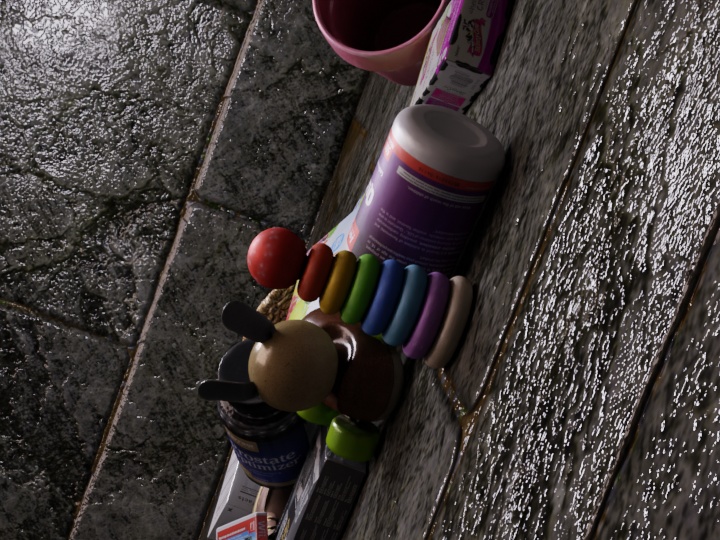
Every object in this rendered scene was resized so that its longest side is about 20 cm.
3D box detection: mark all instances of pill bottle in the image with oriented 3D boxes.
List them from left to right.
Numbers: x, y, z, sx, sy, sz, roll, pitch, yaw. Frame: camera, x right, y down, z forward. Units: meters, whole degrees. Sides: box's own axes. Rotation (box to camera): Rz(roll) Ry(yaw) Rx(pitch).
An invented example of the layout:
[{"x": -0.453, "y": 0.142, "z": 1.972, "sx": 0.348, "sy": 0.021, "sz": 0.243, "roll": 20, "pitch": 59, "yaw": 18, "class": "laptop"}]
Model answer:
[{"x": -0.106, "y": 0.165, "z": 1.580, "sx": 0.201, "sy": 0.111, "sz": 0.113, "roll": 78, "pitch": -156, "yaw": -56, "class": "pill bottle"}, {"x": 0.054, "y": -0.049, "z": 1.298, "sx": 0.113, "sy": 0.112, "sz": 0.201, "roll": -81, "pitch": 13, "yaw": -61, "class": "pill bottle"}]

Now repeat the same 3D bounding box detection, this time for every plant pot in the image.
[{"x": 0.053, "y": -0.348, "z": 1.863, "sx": 0.179, "sy": 0.199, "sz": 0.201, "roll": 44, "pitch": -117, "yaw": -66, "class": "plant pot"}]

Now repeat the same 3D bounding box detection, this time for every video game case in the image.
[{"x": -0.140, "y": 0.399, "z": 1.617, "sx": 0.143, "sy": 0.017, "sz": 0.202, "roll": 145, "pitch": 126, "yaw": -59, "class": "video game case"}]

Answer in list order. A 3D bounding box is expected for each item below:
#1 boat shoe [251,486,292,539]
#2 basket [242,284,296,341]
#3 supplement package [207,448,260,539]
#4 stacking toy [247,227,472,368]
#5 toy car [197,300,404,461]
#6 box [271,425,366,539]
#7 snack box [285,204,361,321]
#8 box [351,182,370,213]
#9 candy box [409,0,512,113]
[{"x": -0.098, "y": 0.333, "z": 1.675, "sx": 0.068, "sy": 0.071, "sz": 0.201, "roll": 129, "pitch": 154, "yaw": -57, "class": "boat shoe"}, {"x": -0.074, "y": 0.043, "z": 1.989, "sx": 0.200, "sy": 0.148, "sz": 0.144, "roll": 121, "pitch": 167, "yaw": -66, "class": "basket"}, {"x": -0.119, "y": 0.269, "z": 1.829, "sx": 0.110, "sy": 0.113, "sz": 0.201, "roll": 119, "pitch": 169, "yaw": -50, "class": "supplement package"}, {"x": -0.005, "y": 0.016, "z": 1.199, "sx": 0.085, "sy": 0.199, "sz": 0.086, "roll": -160, "pitch": 90, "yaw": -84, "class": "stacking toy"}, {"x": -0.068, "y": 0.090, "z": 1.385, "sx": 0.158, "sy": 0.199, "sz": 0.165, "roll": 39, "pitch": 117, "yaw": 54, "class": "toy car"}, {"x": -0.049, "y": 0.265, "z": 1.513, "sx": 0.158, "sy": 0.049, "sz": 0.201, "roll": -88, "pitch": 19, "yaw": -70, "class": "box"}, {"x": 0.000, "y": 0.000, "z": 1.571, "sx": 0.200, "sy": 0.068, "sz": 0.169, "roll": -39, "pitch": 25, "yaw": 36, "class": "snack box"}, {"x": 0.045, "y": -0.127, "z": 1.814, "sx": 0.122, "sy": 0.047, "sz": 0.200, "roll": -57, "pitch": 1, "yaw": -20, "class": "box"}, {"x": 0.120, "y": -0.264, "z": 1.638, "sx": 0.200, "sy": 0.061, "sz": 0.137, "roll": 126, "pitch": 162, "yaw": -71, "class": "candy box"}]
